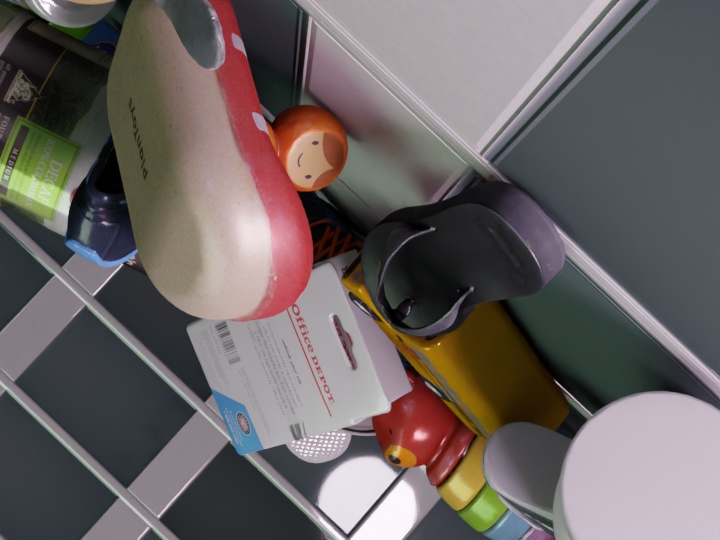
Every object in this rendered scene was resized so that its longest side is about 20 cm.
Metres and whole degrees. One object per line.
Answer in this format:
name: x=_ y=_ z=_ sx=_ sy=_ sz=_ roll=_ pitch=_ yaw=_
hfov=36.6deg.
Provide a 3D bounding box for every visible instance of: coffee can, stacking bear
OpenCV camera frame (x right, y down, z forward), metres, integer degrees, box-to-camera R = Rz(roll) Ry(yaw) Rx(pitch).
coffee can: x=-0.201 y=-0.091 z=0.857 sx=0.198 sy=0.148 sz=0.146 roll=26 pitch=174 yaw=-9
stacking bear: x=0.097 y=0.151 z=0.869 sx=0.199 sy=0.114 sz=0.122 roll=33 pitch=151 yaw=0

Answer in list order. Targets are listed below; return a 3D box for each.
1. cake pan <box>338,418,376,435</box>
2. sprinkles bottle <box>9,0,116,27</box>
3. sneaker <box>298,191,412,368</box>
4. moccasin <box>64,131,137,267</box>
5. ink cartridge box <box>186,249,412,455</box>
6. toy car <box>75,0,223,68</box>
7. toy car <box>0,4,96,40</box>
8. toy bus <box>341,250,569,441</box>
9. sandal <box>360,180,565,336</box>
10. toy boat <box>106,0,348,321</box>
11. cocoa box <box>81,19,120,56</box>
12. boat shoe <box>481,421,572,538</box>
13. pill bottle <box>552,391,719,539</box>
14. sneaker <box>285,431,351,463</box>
cake pan: x=-0.024 y=0.059 z=0.997 sx=0.199 sy=0.037 sz=0.201 roll=28 pitch=-147 yaw=-20
sprinkles bottle: x=-0.240 y=-0.228 z=0.818 sx=0.068 sy=0.068 sz=0.200 roll=48 pitch=171 yaw=-33
sneaker: x=0.000 y=0.000 z=0.870 sx=0.199 sy=0.076 sz=0.078 roll=39 pitch=160 yaw=-11
moccasin: x=-0.130 y=-0.084 z=0.742 sx=0.080 sy=0.201 sz=0.068 roll=23 pitch=135 yaw=-4
ink cartridge box: x=-0.038 y=0.061 z=0.824 sx=0.199 sy=0.066 sz=0.117 roll=-23 pitch=89 yaw=48
toy car: x=-0.146 y=-0.153 z=0.472 sx=0.199 sy=0.158 sz=0.165 roll=27 pitch=156 yaw=24
toy car: x=-0.309 y=-0.181 z=1.140 sx=0.157 sy=0.165 sz=0.200 roll=39 pitch=-177 yaw=27
toy bus: x=0.069 y=0.050 z=0.753 sx=0.078 sy=0.065 sz=0.200 roll=33 pitch=167 yaw=47
sandal: x=0.038 y=0.000 z=0.587 sx=0.076 sy=0.043 sz=0.200 roll=48 pitch=160 yaw=-1
toy boat: x=-0.066 y=-0.069 z=0.637 sx=0.131 sy=0.129 sz=0.202 roll=-52 pitch=49 yaw=52
cocoa box: x=-0.215 y=-0.113 z=1.048 sx=0.131 sy=0.134 sz=0.200 roll=40 pitch=172 yaw=21
boat shoe: x=0.172 y=0.169 z=0.729 sx=0.198 sy=0.072 sz=0.068 roll=23 pitch=160 yaw=14
pill bottle: x=0.164 y=0.142 z=0.588 sx=0.114 sy=0.114 sz=0.200 roll=38 pitch=170 yaw=27
sneaker: x=-0.059 y=0.093 z=1.097 sx=0.115 sy=0.072 sz=0.202 roll=-105 pitch=-1 yaw=-55
